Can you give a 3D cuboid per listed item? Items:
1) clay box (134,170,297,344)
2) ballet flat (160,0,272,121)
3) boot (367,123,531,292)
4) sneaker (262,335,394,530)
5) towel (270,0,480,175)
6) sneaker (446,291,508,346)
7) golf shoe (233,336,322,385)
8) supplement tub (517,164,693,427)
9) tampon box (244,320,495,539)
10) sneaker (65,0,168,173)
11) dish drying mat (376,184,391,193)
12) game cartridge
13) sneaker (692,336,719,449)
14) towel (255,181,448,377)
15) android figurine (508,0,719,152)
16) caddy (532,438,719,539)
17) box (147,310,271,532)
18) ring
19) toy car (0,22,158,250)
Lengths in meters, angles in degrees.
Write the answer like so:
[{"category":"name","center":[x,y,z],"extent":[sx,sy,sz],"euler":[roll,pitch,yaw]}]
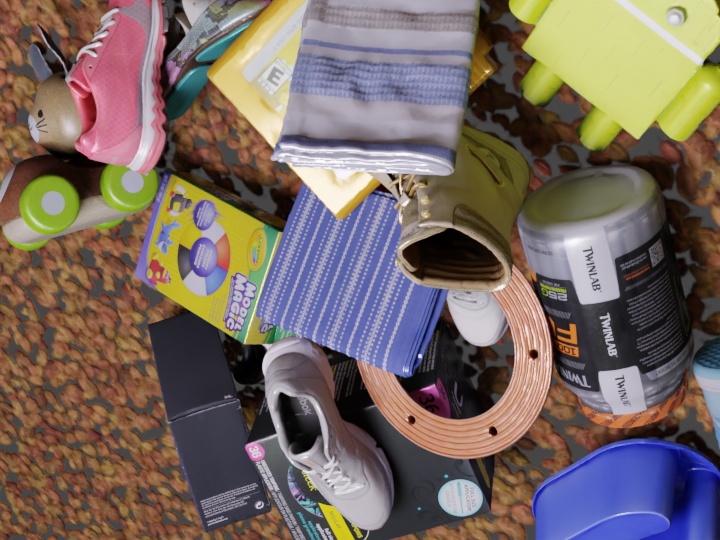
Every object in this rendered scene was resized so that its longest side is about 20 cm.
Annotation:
[{"category":"clay box","center":[-0.129,-0.010,1.358],"extent":[0.199,0.047,0.116],"euler":[27,105,38]},{"category":"ballet flat","center":[-0.148,-0.212,1.290],"extent":[0.200,0.069,0.072],"euler":[-36,79,44]},{"category":"boot","center":[0.036,-0.067,1.106],"extent":[0.198,0.156,0.073],"euler":[25,128,-6]},{"category":"sneaker","center":[-0.034,0.163,1.248],"extent":[0.075,0.092,0.201],"euler":[-24,111,17]},{"category":"towel","center":[0.016,-0.167,1.097],"extent":[0.145,0.202,0.024],"euler":[5,157,12]},{"category":"sneaker","center":[0.093,-0.009,1.264],"extent":[0.074,0.081,0.202],"euler":[7,126,26]},{"category":"golf shoe","center":[-0.076,0.039,1.390],"extent":[0.073,0.091,0.201],"euler":[42,137,32]},{"category":"supplement tub","center":[0.211,0.024,1.181],"extent":[0.121,0.123,0.202],"euler":[-1,120,33]},{"category":"tampon box","center":[0.015,0.167,1.365],"extent":[0.198,0.127,0.151],"euler":[-19,113,17]},{"category":"sneaker","center":[-0.224,-0.191,1.276],"extent":[0.074,0.086,0.203],"euler":[-22,69,57]},{"category":"dish drying mat","center":[0.020,-0.151,1.249],"extent":[0.076,0.018,0.202],"euler":[10,126,22]},{"category":"game cartridge","center":[-0.007,-0.173,1.186],"extent":[0.176,0.032,0.200],"euler":[46,111,0]},{"category":"sneaker","center":[0.383,0.126,1.176],"extent":[0.199,0.079,0.132],"euler":[6,123,41]},{"category":"towel","center":[0.000,0.000,1.223],"extent":[0.199,0.146,0.024],"euler":[19,177,43]},{"category":"android figurine","center":[0.207,-0.185,1.093],"extent":[0.182,0.041,0.200],"euler":[40,136,2]},{"category":"caddy","center":[0.250,0.231,1.320],"extent":[0.141,0.106,0.200],"euler":[33,133,-21]},{"category":"box","center":[-0.159,0.149,1.458],"extent":[0.078,0.200,0.143],"euler":[-15,118,-7]},{"category":"ring","center":[0.079,0.064,1.218],"extent":[0.199,0.019,0.203],"euler":[8,104,32]},{"category":"toy car","center":[-0.299,-0.137,1.387],"extent":[0.164,0.156,0.202],"euler":[-15,92,68]}]
